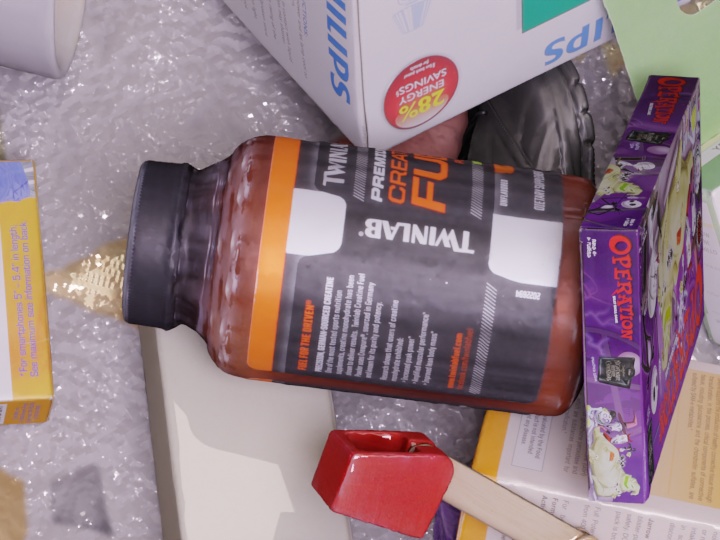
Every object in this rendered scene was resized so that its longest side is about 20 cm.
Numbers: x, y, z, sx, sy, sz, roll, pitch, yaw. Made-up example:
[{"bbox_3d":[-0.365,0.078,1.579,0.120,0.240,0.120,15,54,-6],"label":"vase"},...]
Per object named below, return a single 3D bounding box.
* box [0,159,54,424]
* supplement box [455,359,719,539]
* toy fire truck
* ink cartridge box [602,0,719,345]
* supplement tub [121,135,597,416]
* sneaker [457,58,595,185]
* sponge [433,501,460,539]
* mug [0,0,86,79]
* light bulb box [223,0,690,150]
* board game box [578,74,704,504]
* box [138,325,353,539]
[{"bbox_3d":[-0.243,0.013,1.098,0.198,0.042,0.120,-2,70,-15],"label":"box"},{"bbox_3d":[0.148,0.103,1.080,0.198,0.074,0.126,12,32,5],"label":"supplement box"},{"bbox_3d":[0.066,0.154,1.008,0.199,0.049,0.142,15,94,-14],"label":"toy fire truck"},{"bbox_3d":[0.207,-0.077,1.165,0.145,0.048,0.201,-33,121,-21],"label":"ink cartridge box"},{"bbox_3d":[0.000,0.000,1.038,0.198,0.107,0.108,7,68,-2],"label":"supplement tub"},{"bbox_3d":[0.073,-0.037,1.170,0.090,0.076,0.201,-13,70,-10],"label":"sneaker"},{"bbox_3d":[0.135,0.151,1.102,0.198,0.030,0.112,2,36,-10],"label":"sponge"},{"bbox_3d":[-0.205,-0.176,1.146,0.152,0.187,0.151,6,101,0],"label":"mug"},{"bbox_3d":[0.028,-0.191,1.154,0.197,0.125,0.200,-27,52,-20],"label":"light bulb box"},{"bbox_3d":[0.124,0.002,1.039,0.032,0.121,0.200,5,23,13],"label":"board game box"},{"bbox_3d":[-0.055,0.063,1.103,0.081,0.068,0.202,-3,70,-13],"label":"box"}]
